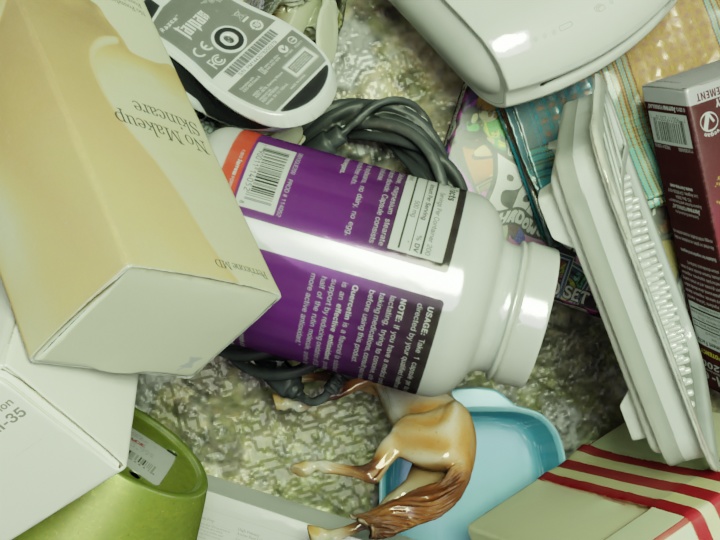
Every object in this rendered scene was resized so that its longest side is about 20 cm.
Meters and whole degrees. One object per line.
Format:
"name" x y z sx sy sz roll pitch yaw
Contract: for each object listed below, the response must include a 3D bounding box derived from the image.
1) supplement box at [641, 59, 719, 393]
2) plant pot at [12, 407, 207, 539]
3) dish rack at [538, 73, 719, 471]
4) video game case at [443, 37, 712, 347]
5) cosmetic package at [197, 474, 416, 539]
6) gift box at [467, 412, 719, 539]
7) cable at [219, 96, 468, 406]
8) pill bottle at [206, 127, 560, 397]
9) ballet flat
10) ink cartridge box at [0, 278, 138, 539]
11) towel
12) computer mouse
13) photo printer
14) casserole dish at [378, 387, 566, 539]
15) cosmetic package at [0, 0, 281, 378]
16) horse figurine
"supplement box" 0.250 -0.030 0.776 0.108 0.061 0.201 -19 105 -10
"plant pot" -0.172 0.174 0.692 0.186 0.187 0.201 34 100 -4
"dish rack" 0.147 0.001 0.711 0.043 0.172 0.201 -20 105 17
"video game case" 0.152 -0.066 0.827 0.199 0.036 0.183 19 85 -4
"cosmetic package" -0.036 0.187 0.771 0.199 0.051 0.083 16 94 10
"gift box" 0.204 0.197 0.729 0.184 0.187 0.201 -33 100 -19
"cable" -0.026 -0.025 0.787 0.163 0.051 0.201 30 79 22
"pill bottle" 0.000 0.000 0.681 0.198 0.112 0.113 16 87 1
"ballet flat" -0.058 -0.105 0.759 0.072 0.072 0.201 24 70 -4
"ink cartridge box" -0.186 0.042 0.639 0.146 0.201 0.083 -32 122 19
"towel" 0.183 -0.117 0.804 0.199 0.022 0.148 -21 89 -7
"computer mouse" -0.104 -0.132 0.716 0.199 0.044 0.110 35 56 11
"photo printer" 0.091 -0.201 0.770 0.166 0.070 0.200 -34 70 -14
"casserole dish" 0.070 0.174 0.812 0.120 0.039 0.202 -1 89 -6
"cosmetic package" -0.126 -0.053 0.598 0.071 0.105 0.201 -40 62 24
"horse figurine" 0.019 0.089 0.757 0.132 0.200 0.050 -16 127 -3
